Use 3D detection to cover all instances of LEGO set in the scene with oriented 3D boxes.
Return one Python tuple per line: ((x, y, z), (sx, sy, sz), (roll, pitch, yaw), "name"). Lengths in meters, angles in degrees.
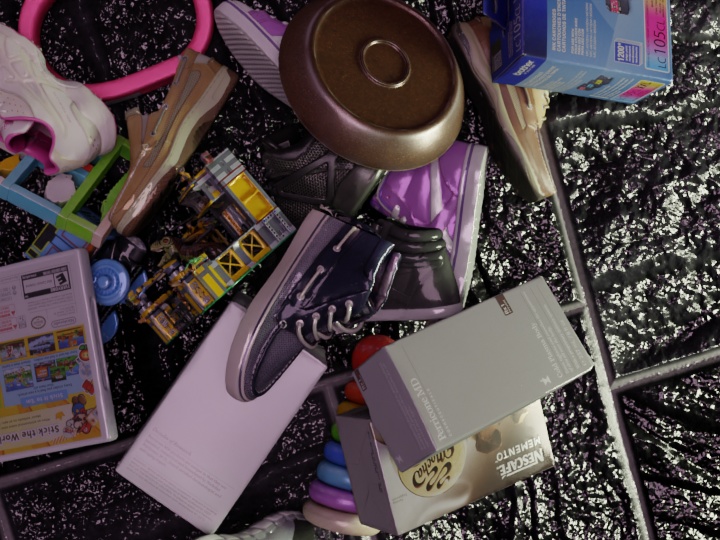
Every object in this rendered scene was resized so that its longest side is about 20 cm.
((-0.161, -0.026, 0.950), (0.154, 0.200, 0.116), (-43, 94, -20), "LEGO set")

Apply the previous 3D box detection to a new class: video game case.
((-0.339, 0.089, 0.970), (0.198, 0.023, 0.184), (-12, 85, 13), "video game case")

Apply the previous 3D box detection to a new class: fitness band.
((-0.248, -0.250, 1.025), (0.198, 0.037, 0.145), (-20, 94, -3), "fitness band")

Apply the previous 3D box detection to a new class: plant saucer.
((0.019, -0.194, 0.979), (0.198, 0.034, 0.203), (9, 65, -20), "plant saucer")

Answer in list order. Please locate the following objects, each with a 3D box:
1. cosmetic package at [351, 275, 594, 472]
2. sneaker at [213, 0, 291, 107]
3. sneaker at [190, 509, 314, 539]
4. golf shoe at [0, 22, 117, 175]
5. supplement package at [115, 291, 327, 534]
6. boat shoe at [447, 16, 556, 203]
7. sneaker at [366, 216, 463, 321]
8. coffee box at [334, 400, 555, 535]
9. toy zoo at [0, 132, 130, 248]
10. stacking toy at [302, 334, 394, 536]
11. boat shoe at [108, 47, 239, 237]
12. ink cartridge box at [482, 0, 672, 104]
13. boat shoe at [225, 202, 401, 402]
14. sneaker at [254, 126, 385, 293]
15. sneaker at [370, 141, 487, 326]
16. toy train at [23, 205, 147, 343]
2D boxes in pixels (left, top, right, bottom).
((0.104, 0.094, 0.937), (0.199, 0.090, 0.108), (-23, 77, -33), "cosmetic package")
((-0.048, -0.226, 1.031), (0.200, 0.073, 0.115), (39, 72, 0), "sneaker")
((-0.088, 0.306, 0.981), (0.115, 0.199, 0.076), (38, 111, 29), "sneaker")
((-0.331, -0.168, 0.966), (0.199, 0.076, 0.092), (36, 50, 5), "golf shoe")
((-0.135, 0.137, 1.013), (0.117, 0.117, 0.201), (35, 92, -4), "supplement package")
((0.160, -0.171, 1.035), (0.073, 0.076, 0.202), (-25, 94, -7), "boat shoe")
((0.000, 0.000, 0.989), (0.197, 0.071, 0.101), (-4, 93, 15), "sneaker")
((0.087, 0.171, 1.009), (0.198, 0.080, 0.114), (-15, 93, -28), "coffee box")
((-0.316, -0.115, 0.994), (0.198, 0.021, 0.132), (28, 47, -4), "toy zoo")
((-0.001, 0.166, 1.045), (0.084, 0.085, 0.203), (11, 88, -4), "stacking toy")
((-0.198, -0.129, 0.982), (0.076, 0.072, 0.201), (32, 68, -10), "boat shoe")
((0.202, -0.250, 0.994), (0.197, 0.076, 0.138), (5, 77, -17), "ink cartridge box")
((-0.040, 0.040, 0.911), (0.092, 0.075, 0.202), (23, 80, 26), "boat shoe")
((-0.068, -0.066, 1.013), (0.114, 0.076, 0.200), (38, 116, 3), "sneaker")
((0.063, -0.034, 1.039), (0.113, 0.073, 0.203), (8, 92, 10), "sneaker")
((-0.302, 0.032, 1.018), (0.114, 0.087, 0.201), (38, 93, 4), "toy train")
